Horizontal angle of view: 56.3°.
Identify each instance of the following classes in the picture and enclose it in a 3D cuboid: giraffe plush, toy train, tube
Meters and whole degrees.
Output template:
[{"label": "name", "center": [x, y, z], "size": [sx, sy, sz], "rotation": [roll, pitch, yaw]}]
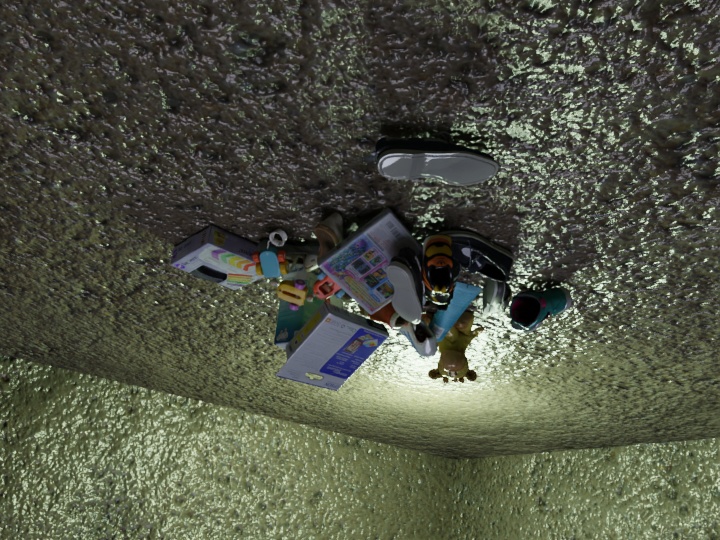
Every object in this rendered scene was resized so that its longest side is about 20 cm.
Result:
[{"label": "giraffe plush", "center": [0.242, 0.215, 1.809], "size": [0.171, 0.164, 0.200], "rotation": [-10, 151, 33]}, {"label": "toy train", "center": [-0.130, -0.002, 1.430], "size": [0.200, 0.056, 0.150], "rotation": [43, 118, -12]}, {"label": "tube", "center": [0.222, 0.099, 1.662], "size": [0.076, 0.051, 0.201], "rotation": [9, 137, -18]}]

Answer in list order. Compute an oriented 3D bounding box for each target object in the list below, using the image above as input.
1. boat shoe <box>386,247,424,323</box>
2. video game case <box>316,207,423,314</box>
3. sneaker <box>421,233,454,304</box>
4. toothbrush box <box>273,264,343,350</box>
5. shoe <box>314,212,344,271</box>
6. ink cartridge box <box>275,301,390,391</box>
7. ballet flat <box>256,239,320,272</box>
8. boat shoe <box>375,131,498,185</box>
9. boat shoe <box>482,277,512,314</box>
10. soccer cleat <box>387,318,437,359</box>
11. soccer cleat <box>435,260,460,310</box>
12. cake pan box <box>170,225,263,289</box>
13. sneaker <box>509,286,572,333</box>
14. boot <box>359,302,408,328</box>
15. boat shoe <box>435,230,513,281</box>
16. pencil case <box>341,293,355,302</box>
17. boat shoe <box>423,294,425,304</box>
[{"label": "boat shoe", "center": [0.098, 0.033, 1.381], "size": [0.073, 0.061, 0.201], "rotation": [16, 147, 29]}, {"label": "video game case", "center": [0.038, -0.013, 1.376], "size": [0.181, 0.024, 0.200], "rotation": [-36, 132, 12]}, {"label": "sneaker", "center": [0.155, 0.021, 1.353], "size": [0.069, 0.091, 0.201], "rotation": [-2, 140, 5]}, {"label": "toothbrush box", "center": [-0.116, 0.096, 1.591], "size": [0.084, 0.203, 0.146], "rotation": [-13, 149, 34]}, {"label": "shoe", "center": [-0.054, -0.046, 1.403], "size": [0.069, 0.054, 0.201], "rotation": [21, 152, 14]}, {"label": "ink cartridge box", "center": [-0.065, 0.175, 1.506], "size": [0.197, 0.047, 0.200], "rotation": [23, 119, -42]}, {"label": "ballet flat", "center": [-0.134, -0.025, 1.488], "size": [0.197, 0.064, 0.068], "rotation": [5, 154, 4]}, {"label": "boat shoe", "center": [0.120, -0.178, 1.070], "size": [0.197, 0.062, 0.075], "rotation": [-1, 141, -5]}, {"label": "boat shoe", "center": [0.317, 0.053, 1.545], "size": [0.060, 0.073, 0.201], "rotation": [0, 163, 4]}, {"label": "soccer cleat", "center": [0.129, 0.136, 1.706], "size": [0.069, 0.200, 0.087], "rotation": [-26, 139, -24]}, {"label": "soccer cleat", "center": [0.188, 0.028, 1.503], "size": [0.067, 0.082, 0.200], "rotation": [2, 156, 9]}, {"label": "cake pan box", "center": [-0.318, -0.025, 1.559], "size": [0.183, 0.053, 0.199], "rotation": [27, 149, -34]}, {"label": "sneaker", "center": [0.388, 0.102, 1.577], "size": [0.119, 0.085, 0.200], "rotation": [-6, 157, -30]}, {"label": "boot", "center": [0.090, 0.101, 1.615], "size": [0.106, 0.076, 0.199], "rotation": [23, -167, 29]}, {"label": "boat shoe", "center": [0.233, -0.030, 1.385], "size": [0.198, 0.063, 0.074], "rotation": [21, 153, -24]}, {"label": "pencil case", "center": [0.000, 0.000, 1.497], "size": [0.077, 0.090, 0.200], "rotation": [35, 155, 4]}, {"label": "boat shoe", "center": [0.101, 0.013, 1.510], "size": [0.073, 0.069, 0.200], "rotation": [-3, 148, 28]}]
